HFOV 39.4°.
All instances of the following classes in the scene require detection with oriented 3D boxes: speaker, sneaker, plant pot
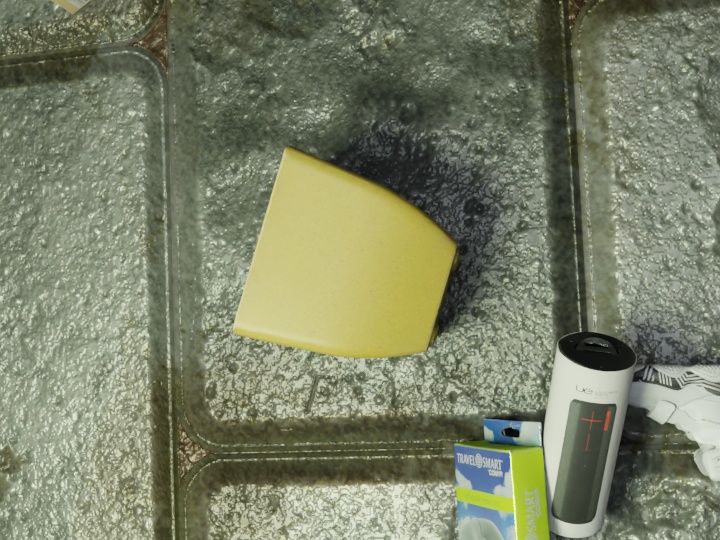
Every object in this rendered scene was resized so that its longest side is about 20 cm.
[{"bbox_3d":[0.226,0.167,1.027,0.080,0.081,0.203,11,115,14],"label":"speaker"},{"bbox_3d":[0.336,0.156,1.043,0.196,0.075,0.117,-1,84,11],"label":"sneaker"},{"bbox_3d":[0.000,0.000,1.081,0.197,0.195,0.198,17,90,7],"label":"plant pot"}]

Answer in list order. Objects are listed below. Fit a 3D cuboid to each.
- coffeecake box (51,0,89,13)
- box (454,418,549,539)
[{"bbox_3d":[-0.363,-0.455,1.252,0.152,0.073,0.202,-33,80,10],"label":"coffeecake box"},{"bbox_3d":[0.149,0.262,1.059,0.047,0.122,0.204,-1,85,-24],"label":"box"}]
